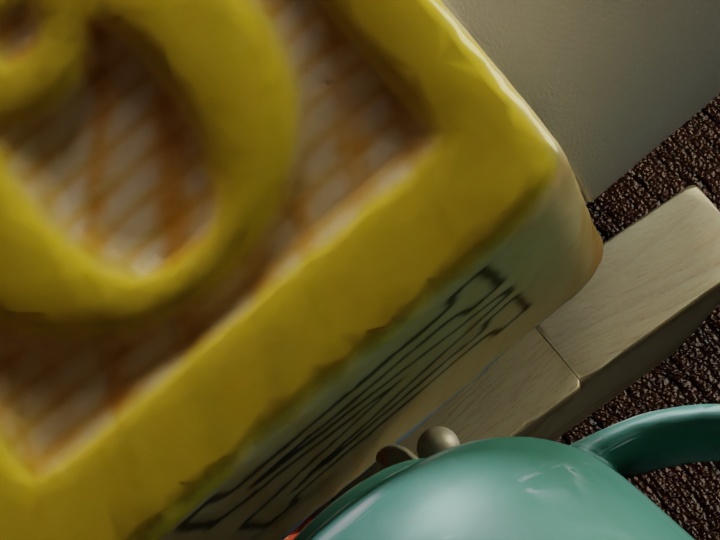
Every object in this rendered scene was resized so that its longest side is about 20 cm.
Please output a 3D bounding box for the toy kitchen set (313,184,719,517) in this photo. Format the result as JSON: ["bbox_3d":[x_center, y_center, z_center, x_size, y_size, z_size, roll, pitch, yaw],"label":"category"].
[{"bbox_3d":[0.000,0.000,0.977,0.200,0.180,0.163,51,-31,12],"label":"toy kitchen set"}]

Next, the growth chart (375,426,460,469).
[{"bbox_3d":[0.033,0.141,0.832,0.145,0.018,0.200,47,-35,14],"label":"growth chart"}]

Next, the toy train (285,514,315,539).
[{"bbox_3d":[-0.027,0.070,1.080,0.199,0.056,0.151,8,-48,36],"label":"toy train"}]

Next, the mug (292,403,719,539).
[{"bbox_3d":[0.041,0.115,0.695,0.114,0.184,0.153,43,-42,24],"label":"mug"}]

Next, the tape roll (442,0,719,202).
[{"bbox_3d":[0.063,-0.142,0.829,0.203,0.139,0.203,50,3,-4],"label":"tape roll"}]

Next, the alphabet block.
[{"bbox_3d":[-0.059,-0.025,0.767,0.196,0.196,0.200,49,2,10],"label":"alphabet block"}]
